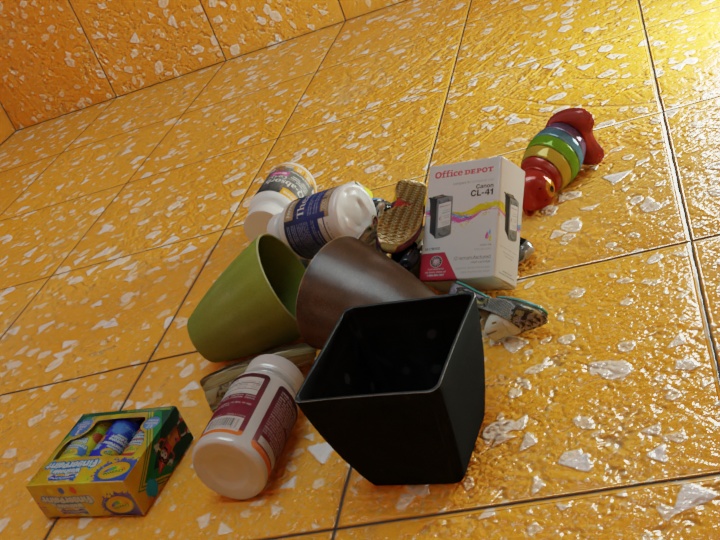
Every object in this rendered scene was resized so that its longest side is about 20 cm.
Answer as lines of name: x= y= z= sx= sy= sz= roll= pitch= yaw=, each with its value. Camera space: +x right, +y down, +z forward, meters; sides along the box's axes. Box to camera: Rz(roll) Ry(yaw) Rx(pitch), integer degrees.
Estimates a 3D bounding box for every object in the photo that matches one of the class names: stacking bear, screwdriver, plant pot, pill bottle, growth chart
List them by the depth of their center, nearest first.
plant pot: x=0.064 y=0.166 z=1.263 sx=0.197 sy=0.179 sz=0.200 roll=-9 pitch=30 yaw=28
pill bottle: x=-0.156 y=0.220 z=1.410 sx=0.113 sy=0.115 sz=0.201 roll=-10 pitch=29 yaw=25
plant pot: x=0.034 y=0.065 z=1.503 sx=0.198 sy=0.189 sz=0.187 roll=20 pitch=48 yaw=35
screwdriver: x=0.099 y=-0.040 z=1.630 sx=0.029 sy=0.028 sz=0.200 roll=-32 pitch=8 yaw=27
growth chart: x=0.000 y=0.000 z=1.650 sx=0.018 sy=0.146 sz=0.201 roll=15 pitch=50 yaw=24
plant pot: x=-0.196 y=0.068 z=1.676 sx=0.199 sy=0.188 sz=0.188 roll=-32 pitch=23 yaw=18
pill bottle: x=-0.074 y=-0.081 z=1.731 sx=0.198 sy=0.112 sz=0.111 roll=-13 pitch=26 yaw=44
stacking bear: x=0.342 y=-0.187 z=1.769 sx=0.113 sy=0.122 sz=0.200 roll=8 pitch=48 yaw=43
pill bottle: x=-0.172 y=-0.136 z=2.069 sx=0.115 sy=0.118 sz=0.201 roll=-11 pitch=29 yaw=23

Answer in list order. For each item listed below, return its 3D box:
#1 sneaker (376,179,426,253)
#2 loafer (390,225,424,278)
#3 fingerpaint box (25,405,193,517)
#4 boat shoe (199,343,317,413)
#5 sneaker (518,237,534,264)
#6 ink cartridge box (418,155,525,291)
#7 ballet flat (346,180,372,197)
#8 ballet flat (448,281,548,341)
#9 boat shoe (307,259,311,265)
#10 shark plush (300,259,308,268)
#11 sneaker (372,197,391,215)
sneaker: x=0.073 y=-0.070 z=1.640 sx=0.074 sy=0.091 sz=0.201 roll=12 pitch=37 yaw=12
loafer: x=0.097 y=-0.030 z=1.715 sx=0.075 sy=0.068 sz=0.201 roll=-7 pitch=31 yaw=29
fingerpaint box: x=-0.386 y=0.294 z=1.503 sx=0.197 sy=0.074 sz=0.167 roll=-8 pitch=30 yaw=28
boat shoe: x=-0.159 y=0.170 z=1.578 sx=0.197 sy=0.064 sz=0.073 roll=-19 pitch=1 yaw=3
sneaker: x=0.212 y=-0.054 z=1.657 sx=0.078 sy=0.078 sz=0.199 roll=-36 pitch=31 yaw=-28
ink cartridge box: x=0.182 y=-0.072 z=1.589 sx=0.146 sy=0.085 sz=0.203 roll=-4 pitch=75 yaw=36
ballet flat: x=-0.012 y=-0.146 z=2.013 sx=0.066 sy=0.068 sz=0.201 roll=-18 pitch=27 yaw=11
ballet flat: x=0.199 y=0.070 z=1.470 sx=0.072 sy=0.073 sz=0.199 roll=-36 pitch=29 yaw=-24
boat shoe: x=0.000 y=-0.024 z=1.790 sx=0.198 sy=0.065 sz=0.071 roll=-21 pitch=-9 yaw=17
shark plush: x=-0.080 y=-0.008 z=1.864 sx=0.197 sy=0.092 sz=0.084 roll=0 pitch=49 yaw=1
sneaker: x=0.013 y=-0.095 z=1.864 sx=0.082 sy=0.072 sz=0.198 roll=16 pitch=25 yaw=36
